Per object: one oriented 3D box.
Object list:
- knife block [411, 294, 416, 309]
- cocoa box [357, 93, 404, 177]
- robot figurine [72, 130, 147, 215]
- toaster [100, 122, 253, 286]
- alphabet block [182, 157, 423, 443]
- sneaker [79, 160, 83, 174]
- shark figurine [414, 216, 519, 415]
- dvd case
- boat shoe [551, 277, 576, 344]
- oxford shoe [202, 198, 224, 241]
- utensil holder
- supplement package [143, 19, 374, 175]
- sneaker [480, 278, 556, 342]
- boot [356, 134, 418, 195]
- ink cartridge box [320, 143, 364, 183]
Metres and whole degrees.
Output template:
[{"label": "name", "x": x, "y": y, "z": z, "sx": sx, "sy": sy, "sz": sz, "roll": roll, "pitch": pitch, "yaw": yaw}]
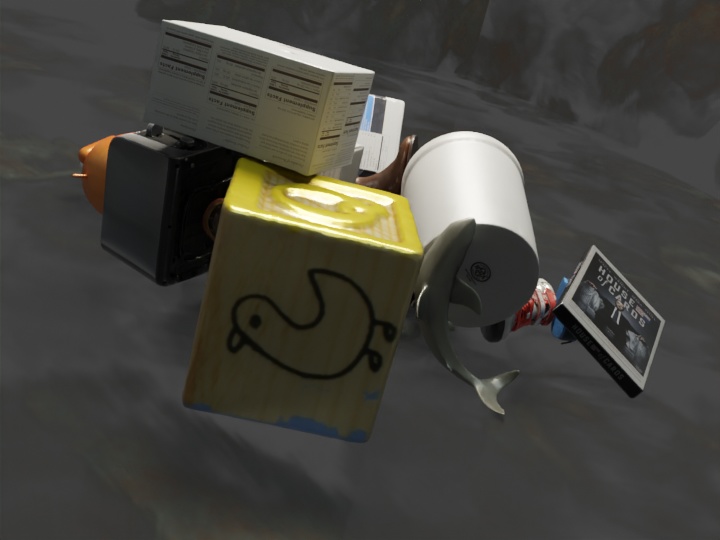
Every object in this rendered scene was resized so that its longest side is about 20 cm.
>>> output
[{"label": "knife block", "x": 0.086, "y": -0.001, "z": 1.333, "sx": 0.198, "sy": 0.065, "sz": 0.175, "roll": 3, "pitch": 24, "yaw": -33}, {"label": "cocoa box", "x": -0.016, "y": -0.219, "z": 1.646, "sx": 0.129, "sy": 0.136, "sz": 0.200, "roll": 10, "pitch": -7, "yaw": -11}, {"label": "robot figurine", "x": -0.309, "y": -0.134, "z": 1.320, "sx": 0.145, "sy": 0.116, "sz": 0.200, "roll": 62, "pitch": 25, "yaw": -2}, {"label": "toaster", "x": -0.212, "y": -0.087, "z": 1.169, "sx": 0.118, "sy": 0.203, "sz": 0.180, "roll": 26, "pitch": 30, "yaw": 25}, {"label": "alphabet block", "x": -0.058, "y": 0.023, "z": 0.947, "sx": 0.192, "sy": 0.203, "sz": 0.197, "roll": 12, "pitch": 20, "yaw": -8}, {"label": "sneaker", "x": -0.324, "y": -0.182, "z": 1.433, "sx": 0.198, "sy": 0.085, "sz": 0.074, "roll": -16, "pitch": 75, "yaw": -37}, {"label": "shark figurine", "x": 0.092, "y": 0.061, "z": 1.069, "sx": 0.126, "sy": 0.218, "sz": 0.089, "roll": -14, "pitch": 1, "yaw": 22}, {"label": "dvd case", "x": 0.333, "y": 0.062, "z": 1.256, "sx": 0.150, "sy": 0.025, "sz": 0.200, "roll": 47, "pitch": 35, "yaw": 0}, {"label": "boat shoe", "x": 0.313, "y": 0.051, "z": 1.340, "sx": 0.068, "sy": 0.085, "sz": 0.200, "roll": 21, "pitch": 22, "yaw": 7}, {"label": "oxford shoe", "x": -0.098, "y": -0.030, "z": 1.145, "sx": 0.199, "sy": 0.072, "sz": 0.073, "roll": 25, "pitch": -1, "yaw": -35}, {"label": "utensil holder", "x": 0.138, "y": -0.053, "z": 1.206, "sx": 0.167, "sy": 0.172, "sz": 0.201, "roll": 12, "pitch": 36, "yaw": -10}, {"label": "supplement package", "x": -0.107, "y": -0.191, "z": 1.042, "sx": 0.197, "sy": 0.112, "sz": 0.156, "roll": 20, "pitch": 16, "yaw": 13}, {"label": "sneaker", "x": 0.218, "y": 0.049, "z": 1.290, "sx": 0.106, "sy": 0.068, "sz": 0.202, "roll": 12, "pitch": 17, "yaw": -1}, {"label": "boot", "x": -0.019, "y": -0.156, "z": 1.505, "sx": 0.198, "sy": 0.189, "sz": 0.064, "roll": 21, "pitch": 26, "yaw": 10}, {"label": "ink cartridge box", "x": -0.112, "y": -0.150, "z": 1.466, "sx": 0.198, "sy": 0.147, "sz": 0.087, "roll": 22, "pitch": 20, "yaw": 16}]
